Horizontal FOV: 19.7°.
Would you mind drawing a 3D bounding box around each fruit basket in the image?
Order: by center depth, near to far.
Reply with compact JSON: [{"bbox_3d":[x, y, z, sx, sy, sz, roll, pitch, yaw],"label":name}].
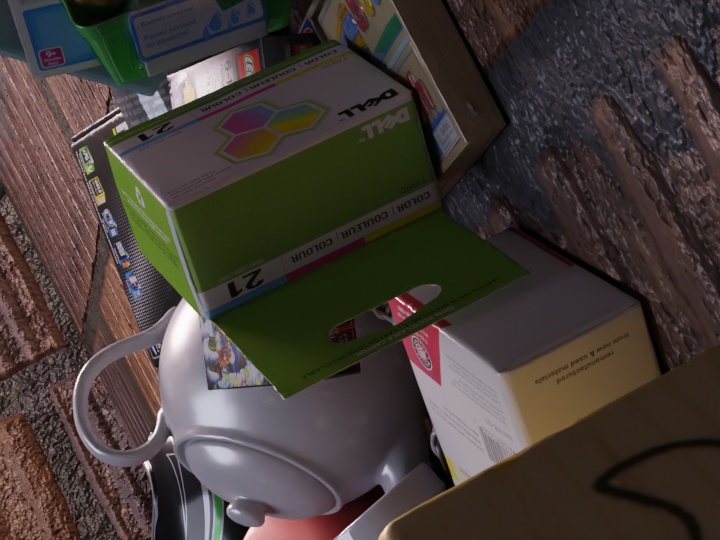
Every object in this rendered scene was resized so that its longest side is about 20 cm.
[{"bbox_3d":[-0.108,-0.197,1.106,0.200,0.185,0.094,83,164,-54],"label":"fruit basket"}]

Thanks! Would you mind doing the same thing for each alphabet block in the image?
[{"bbox_3d":[0.145,0.187,0.864,0.200,0.195,0.197,48,157,45],"label":"alphabet block"}]

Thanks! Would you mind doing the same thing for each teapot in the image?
[{"bbox_3d":[-0.060,0.101,1.389,0.197,0.146,0.200,37,152,-32],"label":"teapot"}]

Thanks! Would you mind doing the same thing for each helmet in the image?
[{"bbox_3d":[-0.070,0.164,1.596,0.200,0.199,0.191,163,103,-76],"label":"helmet"}]

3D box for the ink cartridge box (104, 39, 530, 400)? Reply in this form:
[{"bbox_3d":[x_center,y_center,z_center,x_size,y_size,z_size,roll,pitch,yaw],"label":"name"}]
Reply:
[{"bbox_3d":[-0.025,-0.033,1.069,0.200,0.148,0.076,40,152,56],"label":"ink cartridge box"}]

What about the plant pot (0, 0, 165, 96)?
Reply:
[{"bbox_3d":[-0.213,-0.241,1.219,0.196,0.200,0.196,50,126,45],"label":"plant pot"}]

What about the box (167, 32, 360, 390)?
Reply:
[{"bbox_3d":[-0.061,-0.031,1.240,0.137,0.040,0.201,-11,86,60],"label":"box"}]

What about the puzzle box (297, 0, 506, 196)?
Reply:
[{"bbox_3d":[0.017,-0.107,1.140,0.133,0.025,0.200,63,166,6],"label":"puzzle box"}]

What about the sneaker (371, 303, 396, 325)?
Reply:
[{"bbox_3d":[0.000,0.000,1.272,0.200,0.086,0.075,51,160,38],"label":"sneaker"}]

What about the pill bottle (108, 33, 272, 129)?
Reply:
[{"bbox_3d":[-0.098,-0.107,1.375,0.200,0.114,0.114,66,166,-8],"label":"pill bottle"}]

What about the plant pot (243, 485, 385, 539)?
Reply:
[{"bbox_3d":[0.028,0.249,1.434,0.177,0.200,0.201,22,137,57],"label":"plant pot"}]

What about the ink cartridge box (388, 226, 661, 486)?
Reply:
[{"bbox_3d":[0.103,0.097,1.071,0.145,0.083,0.200,35,148,62],"label":"ink cartridge box"}]

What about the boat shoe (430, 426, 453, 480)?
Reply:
[{"bbox_3d":[0.072,0.107,1.256,0.067,0.057,0.200,67,166,-13],"label":"boat shoe"}]

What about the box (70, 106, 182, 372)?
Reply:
[{"bbox_3d":[-0.134,-0.033,1.556,0.193,0.047,0.201,-18,93,62],"label":"box"}]

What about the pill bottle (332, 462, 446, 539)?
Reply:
[{"bbox_3d":[0.072,0.221,1.273,0.200,0.112,0.112,50,164,6],"label":"pill bottle"}]
